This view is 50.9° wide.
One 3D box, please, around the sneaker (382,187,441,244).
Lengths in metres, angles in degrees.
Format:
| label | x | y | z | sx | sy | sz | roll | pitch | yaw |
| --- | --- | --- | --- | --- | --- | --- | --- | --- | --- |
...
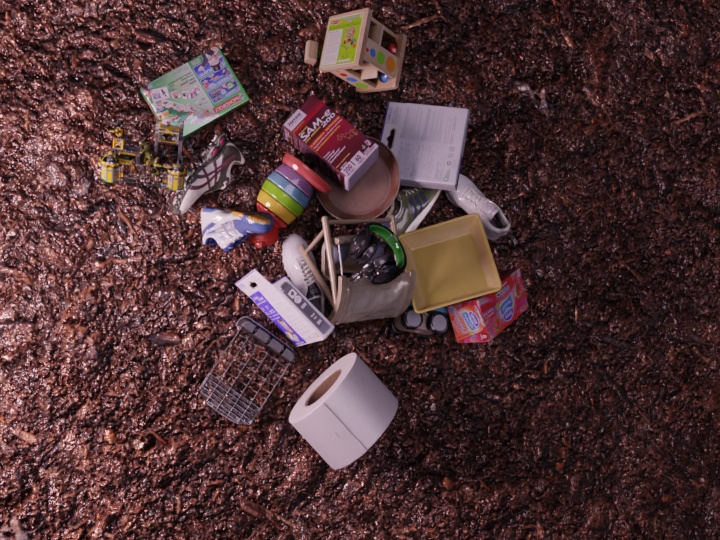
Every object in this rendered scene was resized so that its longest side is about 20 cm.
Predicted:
| label | x | y | z | sx | sy | sz | roll | pitch | yaw |
| --- | --- | --- | --- | --- | --- | --- | --- | --- | --- |
| sneaker | 0.115 | -0.162 | 1.754 | 0.089 | 0.067 | 0.202 | 37 | 79 | -16 |

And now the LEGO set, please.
| label | x | y | z | sx | sy | sz | roll | pitch | yaw |
| --- | --- | --- | --- | --- | --- | --- | --- | --- | --- |
| LEGO set | -0.436 | -0.251 | 1.541 | 0.195 | 0.155 | 0.118 | 10 | 119 | -6 |

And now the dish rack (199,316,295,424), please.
| label | x | y | z | sx | sy | sz | roll | pitch | yaw |
| --- | --- | --- | --- | --- | --- | --- | --- | --- | --- |
| dish rack | -0.243 | 0.219 | 1.619 | 0.152 | 0.054 | 0.202 | 36 | 78 | -10 |

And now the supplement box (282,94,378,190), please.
| label | x | y | z | sx | sy | sz | roll | pitch | yaw |
| --- | --- | --- | --- | --- | --- | --- | --- | --- | --- |
| supplement box | -0.066 | -0.285 | 1.678 | 0.199 | 0.061 | 0.109 | 39 | 75 | 13 |

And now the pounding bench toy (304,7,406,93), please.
| label | x | y | z | sx | sy | sz | roll | pitch | yaw |
| --- | --- | --- | --- | --- | --- | --- | --- | --- | --- |
| pounding bench toy | -0.014 | -0.487 | 1.722 | 0.154 | 0.197 | 0.127 | 17 | 82 | -47 |

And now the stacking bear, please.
| label | x | y | z | sx | sy | sz | roll | pitch | yaw |
| --- | --- | --- | --- | --- | --- | --- | --- | --- | --- |
| stacking bear | -0.177 | -0.141 | 1.642 | 0.121 | 0.114 | 0.202 | 34 | 87 | 33 |

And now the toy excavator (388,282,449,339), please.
| label | x | y | z | sx | sy | sz | roll | pitch | yaw |
| --- | --- | --- | --- | --- | --- | --- | --- | --- | --- |
| toy excavator | 0.169 | 0.053 | 1.747 | 0.190 | 0.100 | 0.205 | 11 | 74 | -17 |

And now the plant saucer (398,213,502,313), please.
| label | x | y | z | sx | sy | sz | roll | pitch | yaw |
| --- | --- | --- | --- | --- | --- | --- | --- | --- | --- |
| plant saucer | 0.196 | -0.009 | 1.683 | 0.195 | 0.049 | 0.204 | -16 | 61 | 5 |

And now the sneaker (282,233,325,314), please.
| label | x | y | z | sx | sy | sz | roll | pitch | yaw |
| --- | --- | --- | --- | --- | --- | --- | --- | --- | --- |
| sneaker | -0.117 | 0.016 | 1.661 | 0.075 | 0.080 | 0.205 | -17 | 89 | -16 |

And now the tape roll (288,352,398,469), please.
| label | x | y | z | sx | sy | sz | roll | pitch | yaw |
| --- | --- | --- | --- | --- | --- | --- | --- | --- | --- |
| tape roll | -0.035 | 0.295 | 1.600 | 0.139 | 0.202 | 0.203 | 47 | 74 | -9 |

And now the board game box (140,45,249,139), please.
| label | x | y | z | sx | sy | sz | roll | pitch | yaw |
| --- | --- | --- | --- | --- | --- | --- | --- | --- | --- |
| board game box | -0.358 | -0.381 | 1.646 | 0.198 | 0.029 | 0.136 | -33 | 96 | -17 |

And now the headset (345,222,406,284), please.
| label | x | y | z | sx | sy | sz | roll | pitch | yaw |
| --- | --- | --- | --- | --- | --- | --- | --- | --- | --- |
| headset | 0.034 | -0.031 | 1.519 | 0.124 | 0.094 | 0.200 | 49 | 39 | -3 |

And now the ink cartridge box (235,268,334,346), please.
| label | x | y | z | sx | sy | sz | roll | pitch | yaw |
| --- | --- | --- | --- | --- | --- | --- | --- | --- | --- |
| ink cartridge box | -0.162 | 0.071 | 1.581 | 0.200 | 0.198 | 0.044 | 46 | 68 | -9 |

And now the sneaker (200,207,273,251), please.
| label | x | y | z | sx | sy | sz | roll | pitch | yaw |
| --- | --- | --- | --- | --- | --- | --- | --- | --- | --- |
| sneaker | -0.257 | -0.082 | 1.585 | 0.074 | 0.197 | 0.091 | -3 | 99 | -50 |

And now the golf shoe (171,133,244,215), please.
| label | x | y | z | sx | sy | sz | roll | pitch | yaw |
| --- | --- | --- | --- | --- | --- | --- | --- | --- | --- |
| golf shoe | -0.326 | -0.193 | 1.618 | 0.088 | 0.077 | 0.202 | 37 | 77 | -20 |

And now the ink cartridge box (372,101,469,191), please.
| label | x | y | z | sx | sy | sz | roll | pitch | yaw |
| --- | --- | --- | --- | --- | --- | --- | --- | --- | --- |
| ink cartridge box | 0.143 | -0.289 | 1.756 | 0.195 | 0.043 | 0.201 | 8 | 71 | 15 |

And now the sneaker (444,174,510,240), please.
| label | x | y | z | sx | sy | sz | roll | pitch | yaw |
| --- | --- | --- | --- | --- | --- | --- | --- | --- | --- |
| sneaker | 0.281 | -0.161 | 1.791 | 0.200 | 0.099 | 0.075 | 44 | 77 | -8 |

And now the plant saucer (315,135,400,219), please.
| label | x | y | z | sx | sy | sz | roll | pitch | yaw |
| --- | --- | --- | --- | --- | --- | --- | --- | --- | --- |
| plant saucer | -0.006 | -0.202 | 1.709 | 0.195 | 0.037 | 0.206 | -1 | 77 | 6 |

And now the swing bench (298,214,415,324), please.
| label | x | y | z | sx | sy | sz | roll | pitch | yaw |
| --- | --- | --- | --- | --- | --- | --- | --- | --- | --- |
| swing bench | 0.000 | 0.000 | 1.620 | 0.195 | 0.130 | 0.204 | -5 | 65 | -36 |

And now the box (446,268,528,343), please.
| label | x | y | z | sx | sy | sz | roll | pitch | yaw |
| --- | --- | --- | --- | --- | --- | --- | --- | --- | --- |
| box | 0.293 | 0.078 | 1.730 | 0.199 | 0.094 | 0.102 | -30 | 107 | -45 |
